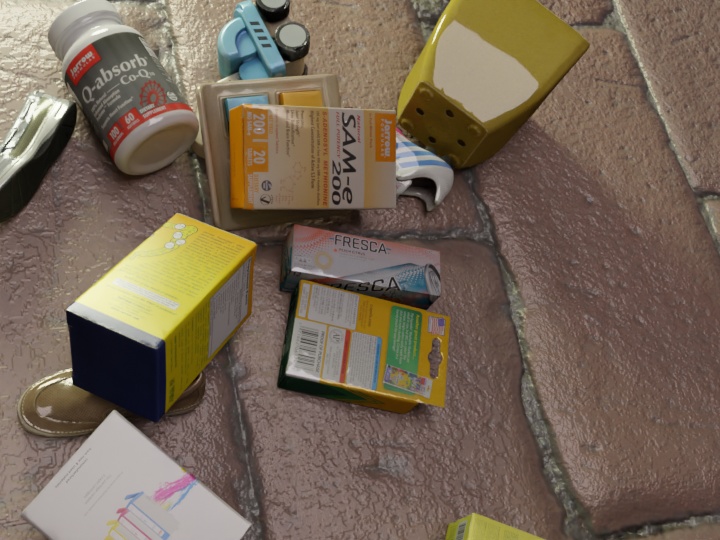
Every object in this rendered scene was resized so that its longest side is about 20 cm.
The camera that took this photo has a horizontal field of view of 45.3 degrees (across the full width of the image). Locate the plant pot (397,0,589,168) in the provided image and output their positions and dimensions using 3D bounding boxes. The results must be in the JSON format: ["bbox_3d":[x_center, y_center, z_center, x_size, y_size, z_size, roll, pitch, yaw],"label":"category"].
[{"bbox_3d":[0.160,-0.265,1.217,0.195,0.194,0.200,38,64,1],"label":"plant pot"}]

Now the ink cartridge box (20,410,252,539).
[{"bbox_3d":[-0.206,0.255,0.851,0.200,0.129,0.125,39,70,1],"label":"ink cartridge box"}]

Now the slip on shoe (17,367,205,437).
[{"bbox_3d":[-0.267,0.134,0.938,0.199,0.061,0.076,-1,66,-20],"label":"slip on shoe"}]

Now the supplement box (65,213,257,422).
[{"bbox_3d":[-0.208,0.044,0.928,0.109,0.109,0.200,21,39,13],"label":"supplement box"}]

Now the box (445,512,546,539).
[{"bbox_3d":[0.200,0.342,0.999,0.199,0.075,0.050,24,60,-9],"label":"box"}]

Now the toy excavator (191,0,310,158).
[{"bbox_3d":[-0.161,-0.261,1.162,0.199,0.100,0.195,-23,75,-13],"label":"toy excavator"}]

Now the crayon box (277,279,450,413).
[{"bbox_3d":[0.006,0.098,1.060,0.199,0.052,0.126,14,61,-12],"label":"crayon box"}]

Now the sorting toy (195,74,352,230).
[{"bbox_3d":[-0.103,-0.154,1.108,0.199,0.036,0.186,-10,96,-25],"label":"sorting toy"}]

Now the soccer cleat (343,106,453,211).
[{"bbox_3d":[0.036,-0.152,1.180,0.199,0.070,0.087,26,59,-7],"label":"soccer cleat"}]

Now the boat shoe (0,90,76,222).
[{"bbox_3d":[-0.406,-0.135,1.015,0.065,0.075,0.202,22,56,-1],"label":"boat shoe"}]

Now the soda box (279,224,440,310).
[{"bbox_3d":[0.000,0.000,1.098,0.199,0.064,0.069,9,62,-15],"label":"soda box"}]

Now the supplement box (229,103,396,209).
[{"bbox_3d":[-0.058,-0.138,1.072,0.199,0.073,0.127,-3,95,-22],"label":"supplement box"}]

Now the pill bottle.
[{"bbox_3d":[-0.297,-0.229,1.071,0.116,0.116,0.200,-29,77,-29],"label":"pill bottle"}]
